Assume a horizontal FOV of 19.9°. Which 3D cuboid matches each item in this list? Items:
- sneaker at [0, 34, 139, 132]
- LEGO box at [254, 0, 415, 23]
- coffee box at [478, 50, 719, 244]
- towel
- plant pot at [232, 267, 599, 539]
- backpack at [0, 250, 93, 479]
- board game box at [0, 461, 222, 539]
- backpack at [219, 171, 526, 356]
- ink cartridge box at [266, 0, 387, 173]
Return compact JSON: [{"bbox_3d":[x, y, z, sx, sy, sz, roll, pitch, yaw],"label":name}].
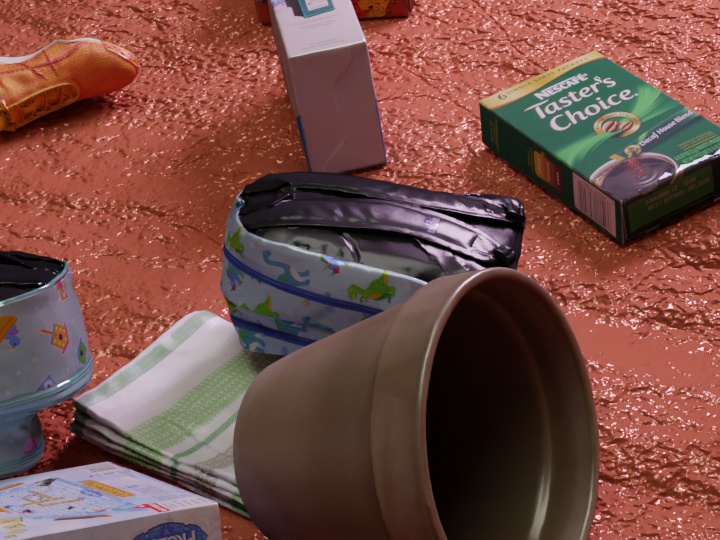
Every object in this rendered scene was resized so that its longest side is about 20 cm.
[{"bbox_3d":[-0.290,-0.155,1.812,0.198,0.073,0.078,-10,56,8],"label":"sneaker"},{"bbox_3d":[-0.013,-0.318,1.945,0.147,0.078,0.201,-1,35,14],"label":"LEGO box"},{"bbox_3d":[0.193,-0.100,1.602,0.122,0.044,0.200,-24,36,-19],"label":"coffee box"},{"bbox_3d":[-0.085,0.093,1.411,0.199,0.031,0.149,19,45,36],"label":"towel"},{"bbox_3d":[0.023,0.105,1.244,0.172,0.201,0.200,-6,31,35],"label":"plant pot"},{"bbox_3d":[-0.275,0.067,1.368,0.198,0.155,0.176,-20,8,-3],"label":"backpack"},{"bbox_3d":[-0.209,0.160,1.226,0.198,0.042,0.200,-8,5,-24],"label":"board game box"},{"bbox_3d":[0.000,0.000,1.432,0.198,0.155,0.164,20,33,-5],"label":"backpack"},{"bbox_3d":[-0.033,-0.179,1.714,0.067,0.117,0.201,-13,33,-3],"label":"ink cartridge box"}]
